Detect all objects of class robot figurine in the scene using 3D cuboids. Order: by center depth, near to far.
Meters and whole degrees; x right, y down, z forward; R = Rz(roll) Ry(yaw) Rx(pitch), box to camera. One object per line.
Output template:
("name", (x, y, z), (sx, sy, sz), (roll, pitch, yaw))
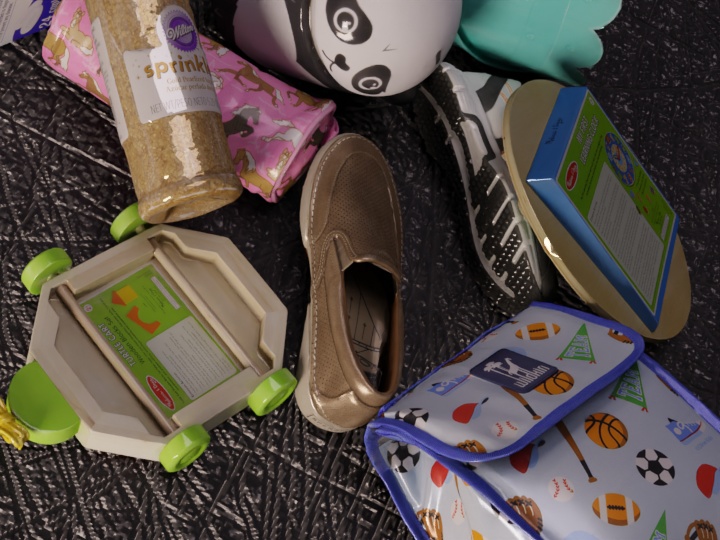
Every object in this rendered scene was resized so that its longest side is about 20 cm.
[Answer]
("robot figurine", (-0.024, -0.187, 1.012), (0.149, 0.126, 0.199), (3, 14, -46))

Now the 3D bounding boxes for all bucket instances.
("bucket", (0.119, -0.246, 1.088), (0.133, 0.208, 0.209), (11, 54, -3))

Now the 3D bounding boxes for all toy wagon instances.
("toy wagon", (-0.140, 0.049, 0.898), (0.199, 0.040, 0.155), (-31, 72, -32))

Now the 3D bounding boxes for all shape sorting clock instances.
("shape sorting clock", (0.163, -0.041, 1.023), (0.199, 0.039, 0.202), (34, 41, -37))

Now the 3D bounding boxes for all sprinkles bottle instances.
("sprinkles bottle", (-0.129, -0.133, 0.922), (0.068, 0.068, 0.202), (-12, 82, -26))

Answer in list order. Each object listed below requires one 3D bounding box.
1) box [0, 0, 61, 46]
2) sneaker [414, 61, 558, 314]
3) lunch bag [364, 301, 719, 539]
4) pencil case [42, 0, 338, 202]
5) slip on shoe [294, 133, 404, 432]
("box", (-0.312, -0.225, 0.956), (0.199, 0.105, 0.185), (-31, 83, -32))
("sneaker", (0.105, -0.062, 1.037), (0.079, 0.074, 0.202), (-2, 61, -28))
("lunch bag", (0.121, 0.122, 0.891), (0.169, 0.124, 0.200), (-31, 67, -36))
("pencil case", (-0.113, -0.125, 0.997), (0.199, 0.083, 0.087), (33, 81, 4))
("slip on shoe", (0.000, 0.000, 0.942), (0.076, 0.060, 0.202), (22, 60, -27))
